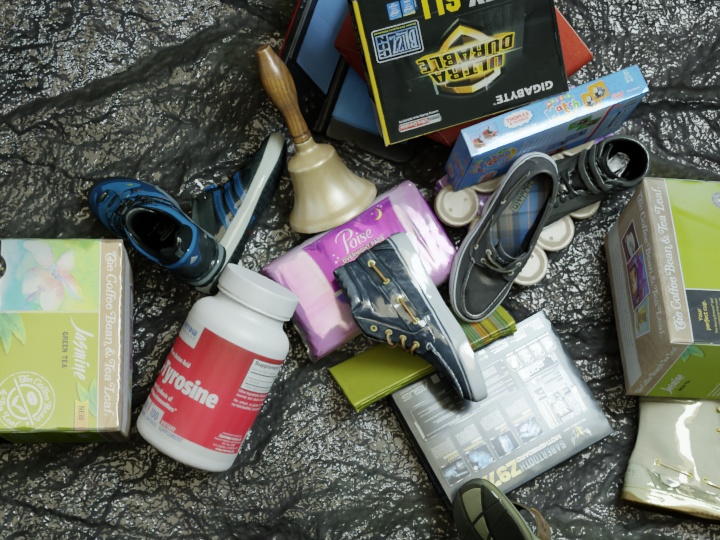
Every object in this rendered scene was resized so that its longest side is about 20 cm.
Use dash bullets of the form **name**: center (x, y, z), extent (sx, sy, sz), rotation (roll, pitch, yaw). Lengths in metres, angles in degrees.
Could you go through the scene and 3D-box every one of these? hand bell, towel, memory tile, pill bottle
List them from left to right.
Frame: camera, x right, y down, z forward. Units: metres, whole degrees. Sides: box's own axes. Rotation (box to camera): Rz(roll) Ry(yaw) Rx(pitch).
- **pill bottle**: center (-0.145, 0.100, 1.559), extent (0.112, 0.112, 0.200), rotation (26, 95, 2)
- **hand bell**: center (-0.068, -0.150, 1.595), extent (0.104, 0.104, 0.200), rotation (-30, 117, -9)
- **towel**: center (0.068, 0.087, 1.625), extent (0.200, 0.086, 0.018), rotation (-27, 121, -8)
- **memory tile**: center (0.191, -0.096, 1.666), extent (0.153, 0.017, 0.200), rotation (40, 80, 4)

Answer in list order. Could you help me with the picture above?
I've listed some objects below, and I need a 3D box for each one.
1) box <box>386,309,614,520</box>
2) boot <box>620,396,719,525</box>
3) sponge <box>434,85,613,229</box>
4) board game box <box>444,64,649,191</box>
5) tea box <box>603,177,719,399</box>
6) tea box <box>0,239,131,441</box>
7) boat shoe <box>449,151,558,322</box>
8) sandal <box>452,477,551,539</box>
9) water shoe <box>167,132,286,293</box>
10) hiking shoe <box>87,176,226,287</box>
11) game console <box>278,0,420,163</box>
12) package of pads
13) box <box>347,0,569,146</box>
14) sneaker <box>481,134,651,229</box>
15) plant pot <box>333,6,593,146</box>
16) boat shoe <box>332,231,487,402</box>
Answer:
- **box**: center (0.152, 0.158, 1.624), extent (0.200, 0.051, 0.158), rotation (-29, 81, -9)
- **boot**: center (0.392, 0.198, 1.624), extent (0.200, 0.072, 0.155), rotation (11, 76, -1)
- **sponge**: center (0.197, -0.111, 1.691), extent (0.200, 0.030, 0.112), rotation (-35, 83, -10)
- **board game box**: center (0.195, -0.149, 1.590), extent (0.200, 0.151, 0.037), rotation (-22, 81, -7)
- **tea box**: center (0.383, 0.022, 1.589), extent (0.196, 0.134, 0.200), rotation (4, 60, -11)
- **tea box**: center (-0.341, 0.076, 1.557), extent (0.196, 0.134, 0.200), rotation (-1, 79, -5)
- **boat shoe**: center (0.155, -0.029, 1.571), extent (0.070, 0.066, 0.200), rotation (27, 104, -11)
- **sandal**: center (0.172, 0.287, 1.579), extent (0.201, 0.080, 0.057), rotation (45, 42, -22)
- **water shoe**: center (-0.149, -0.075, 1.640), extent (0.079, 0.072, 0.200), rotation (25, 78, 7)
- **hiking shoe**: center (-0.229, -0.058, 1.593), extent (0.200, 0.087, 0.074), rotation (29, 84, 33)
- **game console**: center (0.008, -0.248, 1.666), extent (0.119, 0.172, 0.200), rotation (13, 76, 26)
- **package of pads**: center (0.000, 0.000, 1.633), extent (0.200, 0.076, 0.121), rotation (-32, 85, -9)
- **box**: center (0.098, -0.230, 1.489), extent (0.200, 0.049, 0.160), rotation (-16, 114, -6)
- **sneaker**: center (0.226, -0.097, 1.609), extent (0.200, 0.099, 0.071), rotation (-22, 84, -6)
- **plant pot**: center (0.091, -0.250, 1.603), extent (0.176, 0.200, 0.200), rotation (-45, 116, -4)
- **boat shoe**: center (0.051, 0.064, 1.558), extent (0.091, 0.071, 0.200), rotation (-28, 77, -6)
